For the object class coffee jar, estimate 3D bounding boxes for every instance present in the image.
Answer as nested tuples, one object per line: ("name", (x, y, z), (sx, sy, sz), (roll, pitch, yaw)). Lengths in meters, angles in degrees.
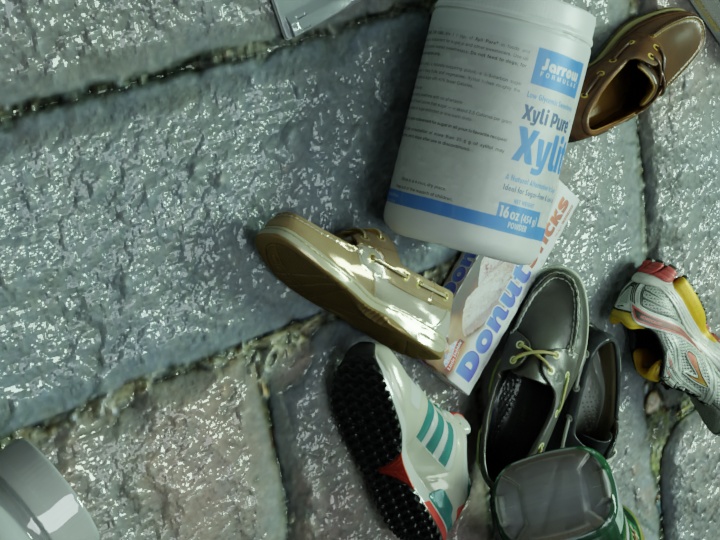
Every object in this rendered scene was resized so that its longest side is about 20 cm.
("coffee jar", (0.185, 0.225, 1.282), (0.200, 0.103, 0.086), (55, 22, -57))

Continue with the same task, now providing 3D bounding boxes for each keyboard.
("keyboard", (0.010, -0.246, 1.152), (0.199, 0.011, 0.057), (-34, 114, -26))

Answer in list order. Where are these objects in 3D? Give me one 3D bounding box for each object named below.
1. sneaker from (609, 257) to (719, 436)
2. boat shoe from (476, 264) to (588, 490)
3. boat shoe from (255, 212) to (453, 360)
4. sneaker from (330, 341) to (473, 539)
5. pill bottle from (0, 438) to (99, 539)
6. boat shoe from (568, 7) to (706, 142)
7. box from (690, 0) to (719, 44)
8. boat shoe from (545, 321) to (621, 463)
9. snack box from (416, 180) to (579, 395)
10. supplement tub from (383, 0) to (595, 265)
("sneaker", (0.297, 0.085, 1.412), (0.082, 0.078, 0.200), (-43, 114, -15))
("boat shoe", (0.150, 0.095, 1.289), (0.061, 0.071, 0.203), (-2, 108, -79))
("boat shoe", (0.000, 0.000, 1.171), (0.200, 0.073, 0.070), (36, 67, -38))
("sneaker", (0.042, 0.130, 1.241), (0.093, 0.070, 0.201), (-45, 123, -41))
("pill bottle", (-0.278, 0.207, 0.983), (0.200, 0.109, 0.110), (-39, 121, -23))
("boat shoe", (0.239, -0.167, 1.303), (0.199, 0.067, 0.072), (-34, 119, -26))
("box", (0.356, -0.309, 1.368), (0.200, 0.048, 0.159), (43, 76, -35))
("boat shoe", (0.206, 0.145, 1.359), (0.073, 0.060, 0.202), (-10, 107, -36))
("snack box", (0.115, 0.003, 1.279), (0.072, 0.024, 0.201), (38, 77, -37))
("supplement tub", (0.101, -0.115, 1.173), (0.131, 0.132, 0.202), (11, 96, -38))
